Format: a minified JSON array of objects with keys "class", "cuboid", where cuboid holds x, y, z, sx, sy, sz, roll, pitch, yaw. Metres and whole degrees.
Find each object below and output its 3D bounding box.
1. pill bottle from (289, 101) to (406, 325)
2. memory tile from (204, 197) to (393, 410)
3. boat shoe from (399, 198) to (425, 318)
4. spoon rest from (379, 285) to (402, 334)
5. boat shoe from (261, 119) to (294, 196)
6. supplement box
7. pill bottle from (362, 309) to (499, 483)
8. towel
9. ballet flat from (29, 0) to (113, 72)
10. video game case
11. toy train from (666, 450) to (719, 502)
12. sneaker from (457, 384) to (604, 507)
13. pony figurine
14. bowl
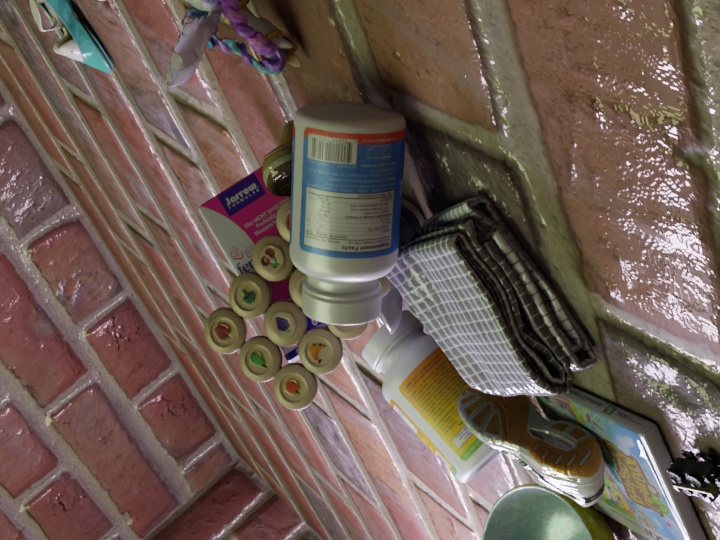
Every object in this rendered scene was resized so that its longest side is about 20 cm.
[{"class":"pill bottle","cuboid":[-0.015,-0.056,1.104,0.112,0.111,0.204,28,121,51]},{"class":"memory tile","cuboid":[-0.068,0.037,1.207,0.153,0.201,0.017,37,-166,8]},{"class":"boat shoe","cuboid":[0.060,0.009,1.270,0.067,0.057,0.202,32,154,46]},{"class":"spoon rest","cuboid":[0.000,0.000,1.285,0.100,0.060,0.201,61,-176,-34]},{"class":"boat shoe","cuboid":[-0.068,-0.125,1.217,0.200,0.071,0.077,3,-114,-79]},{"class":"supplement box","cuboid":[-0.091,-0.007,1.282,0.202,0.100,0.103,58,176,4]},{"class":"pill bottle","cuboid":[0.096,0.147,1.365,0.200,0.111,0.111,46,162,16]},{"class":"towel","cuboid":[0.122,0.035,1.117,0.201,0.085,0.165,54,162,-7]},{"class":"ballet flat","cuboid":[-0.484,-0.395,1.830,0.067,0.070,0.202,19,144,59]},{"class":"video game case","cuboid":[0.274,0.210,1.188,0.181,0.022,0.202,23,147,57]},{"class":"toy train","cuboid":[0.335,0.188,0.973,0.046,0.034,0.199,42,165,-15]},{"class":"sneaker","cuboid":[0.182,0.191,1.220,0.199,0.075,0.088,33,156,47]},{"class":"pony figurine","cuboid":[-0.149,-0.279,1.122,0.200,0.167,0.193,46,-165,5]},{"class":"bowl","cuboid":[0.249,0.354,1.354,0.199,0.106,0.204,1,91,52]}]
